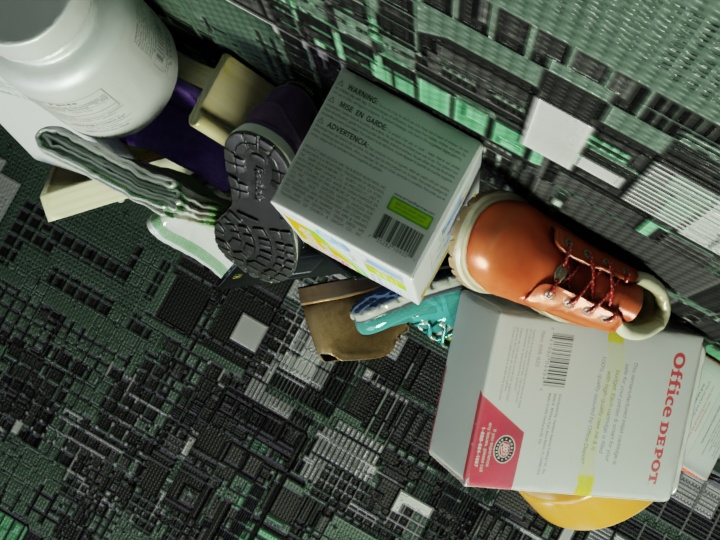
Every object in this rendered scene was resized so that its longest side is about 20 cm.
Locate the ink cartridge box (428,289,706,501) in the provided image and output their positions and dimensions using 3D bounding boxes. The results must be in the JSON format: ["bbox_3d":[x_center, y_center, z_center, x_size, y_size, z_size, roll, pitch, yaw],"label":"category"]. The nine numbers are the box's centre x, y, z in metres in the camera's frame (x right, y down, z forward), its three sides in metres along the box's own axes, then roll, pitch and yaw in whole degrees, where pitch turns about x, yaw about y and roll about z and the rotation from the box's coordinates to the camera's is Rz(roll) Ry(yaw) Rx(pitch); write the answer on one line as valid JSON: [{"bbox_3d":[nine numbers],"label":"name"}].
[{"bbox_3d":[0.172,0.106,1.169,0.197,0.147,0.083,9,-173,-22],"label":"ink cartridge box"}]

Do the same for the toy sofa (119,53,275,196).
[{"bbox_3d":[-0.162,-0.145,1.193,0.199,0.098,0.083,27,177,43],"label":"toy sofa"}]

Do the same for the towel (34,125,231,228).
[{"bbox_3d":[-0.164,-0.075,1.185,0.148,0.031,0.200,28,-174,22],"label":"towel"}]

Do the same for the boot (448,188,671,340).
[{"bbox_3d":[0.147,0.000,1.010,0.107,0.076,0.199,22,-179,42],"label":"boot"}]

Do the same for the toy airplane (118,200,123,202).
[{"bbox_3d":[-0.188,-0.106,1.555,0.198,0.143,0.199,21,-176,18],"label":"toy airplane"}]

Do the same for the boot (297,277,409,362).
[{"bbox_3d":[0.022,0.038,1.297,0.073,0.077,0.199,-11,180,43],"label":"boot"}]

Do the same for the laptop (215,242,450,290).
[{"bbox_3d":[0.000,0.000,1.231,0.176,0.104,0.200,-7,156,-36],"label":"laptop"}]

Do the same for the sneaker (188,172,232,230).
[{"bbox_3d":[-0.069,-0.063,1.328,0.197,0.076,0.085,5,-178,-6],"label":"sneaker"}]

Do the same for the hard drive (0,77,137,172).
[{"bbox_3d":[-0.286,-0.144,1.234,0.131,0.027,0.200,18,161,26],"label":"hard drive"}]

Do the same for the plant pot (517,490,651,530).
[{"bbox_3d":[0.199,0.122,1.381,0.183,0.201,0.199,45,168,-34],"label":"plant pot"}]

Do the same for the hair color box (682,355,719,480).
[{"bbox_3d":[0.250,0.099,1.275,0.199,0.102,0.061,32,175,-21],"label":"hair color box"}]

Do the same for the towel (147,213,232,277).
[{"bbox_3d":[-0.101,-0.053,1.456,0.198,0.031,0.149,-19,154,23],"label":"towel"}]

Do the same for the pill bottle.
[{"bbox_3d":[-0.215,-0.176,1.032,0.113,0.115,0.200,28,176,13],"label":"pill bottle"}]

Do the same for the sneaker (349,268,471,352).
[{"bbox_3d":[0.085,0.036,1.200,0.198,0.081,0.077,-6,-178,-28],"label":"sneaker"}]

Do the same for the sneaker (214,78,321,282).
[{"bbox_3d":[-0.060,-0.068,1.110,0.075,0.088,0.201,28,148,7],"label":"sneaker"}]

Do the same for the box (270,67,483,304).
[{"bbox_3d":[0.017,-0.052,1.003,0.112,0.102,0.200,28,176,7],"label":"box"}]

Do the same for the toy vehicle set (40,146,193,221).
[{"bbox_3d":[-0.210,-0.105,1.372,0.124,0.197,0.027,-108,1,-71],"label":"toy vehicle set"}]
